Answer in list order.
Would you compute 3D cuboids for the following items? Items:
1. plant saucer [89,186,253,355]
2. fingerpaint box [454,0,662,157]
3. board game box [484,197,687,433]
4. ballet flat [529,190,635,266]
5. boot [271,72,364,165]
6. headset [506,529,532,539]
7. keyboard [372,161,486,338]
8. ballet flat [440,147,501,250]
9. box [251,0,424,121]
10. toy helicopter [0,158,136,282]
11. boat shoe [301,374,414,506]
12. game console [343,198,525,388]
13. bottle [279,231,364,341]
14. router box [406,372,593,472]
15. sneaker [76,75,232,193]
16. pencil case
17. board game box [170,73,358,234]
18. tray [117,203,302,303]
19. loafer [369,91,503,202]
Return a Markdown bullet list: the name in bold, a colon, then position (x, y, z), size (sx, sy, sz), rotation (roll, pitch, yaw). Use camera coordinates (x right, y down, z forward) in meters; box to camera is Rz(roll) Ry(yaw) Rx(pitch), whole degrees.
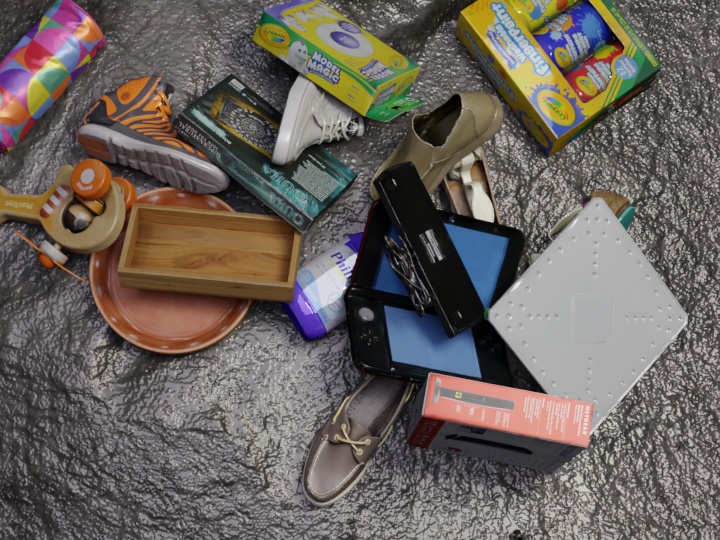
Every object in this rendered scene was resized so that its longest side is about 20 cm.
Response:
- **plant saucer**: position (-0.219, 0.001, 1.713), size (0.198, 0.032, 0.202), rotation (0, 76, -2)
- **fingerpaint box**: position (0.241, -0.271, 1.783), size (0.166, 0.073, 0.201), rotation (-33, 79, -10)
- **board game box**: position (0.261, 0.054, 1.677), size (0.200, 0.026, 0.200), rotation (-45, 110, -15)
- **ballet flat**: position (0.247, -0.018, 1.729), size (0.072, 0.068, 0.201), rotation (30, 76, 26)
- **boot**: position (-0.041, -0.180, 1.709), size (0.095, 0.074, 0.201), rotation (18, 39, -1)
- **headset**: position (0.202, 0.385, 1.603), size (0.123, 0.094, 0.202), rotation (-17, 88, -7)
- **keyboard**: position (0.063, -0.018, 1.620), size (0.104, 0.040, 0.201), rotation (-23, 86, -49)
- **ballet flat**: position (0.131, -0.107, 1.739), size (0.068, 0.067, 0.201), rotation (-18, 77, -7)
- **box**: position (-0.018, -0.251, 1.734), size (0.199, 0.049, 0.117), rotation (37, 32, 13)
- **toy helicopter**: position (-0.365, -0.060, 1.693), size (0.198, 0.079, 0.133), rotation (6, 76, 22)
- **boat shoe**: position (-0.001, 0.179, 1.663), size (0.072, 0.060, 0.201), rotation (36, 77, 6)
- **game console**: position (0.093, 0.033, 1.641), size (0.198, 0.119, 0.173), rotation (12, 42, -20)
- **bottle**: position (0.000, 0.000, 1.706), size (0.199, 0.065, 0.084), rotation (-32, 85, -10)
- **router box**: position (0.148, 0.170, 1.600), size (0.178, 0.200, 0.049), rotation (11, 74, 0)
- **sneaker**: position (-0.229, -0.170, 1.719), size (0.199, 0.078, 0.113), rotation (21, 63, 10)
- **pencil case**: position (-0.396, -0.235, 1.740), size (0.088, 0.088, 0.200), rotation (40, 76, 7)
- **board game box**: position (-0.111, -0.140, 1.707), size (0.200, 0.028, 0.135), rotation (39, 36, 3)
- **tray**: position (-0.170, -0.020, 1.668), size (0.198, 0.037, 0.099), rotation (5, 54, 2)
- **loafer**: position (0.077, -0.146, 1.704), size (0.200, 0.067, 0.076), rotation (-42, 45, 23)
